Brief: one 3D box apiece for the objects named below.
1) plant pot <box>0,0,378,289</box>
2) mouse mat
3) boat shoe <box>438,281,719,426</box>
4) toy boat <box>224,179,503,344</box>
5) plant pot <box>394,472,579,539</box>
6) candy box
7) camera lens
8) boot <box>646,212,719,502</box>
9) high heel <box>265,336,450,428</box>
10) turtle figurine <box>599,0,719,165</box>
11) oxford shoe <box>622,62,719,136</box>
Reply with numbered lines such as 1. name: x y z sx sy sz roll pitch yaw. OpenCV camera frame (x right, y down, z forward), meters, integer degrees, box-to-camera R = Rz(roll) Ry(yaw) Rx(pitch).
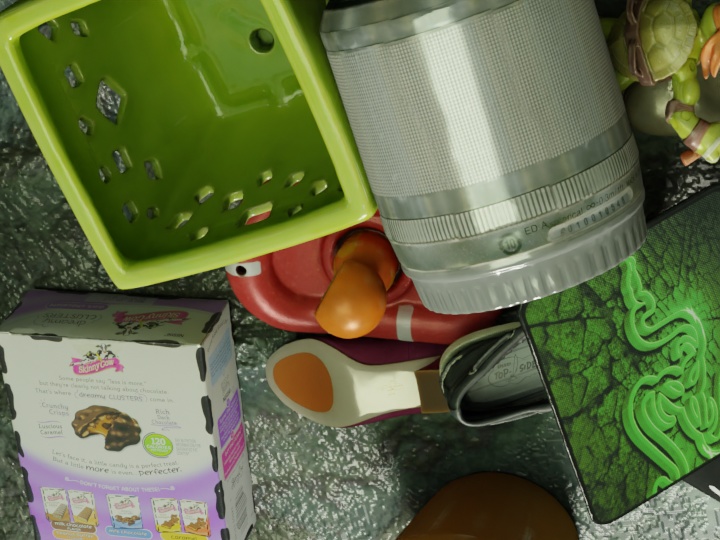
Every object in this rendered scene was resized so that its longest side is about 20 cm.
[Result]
1. plant pot: -0.088 -0.131 1.231 0.197 0.182 0.201 -15 112 23
2. mouse mat: 0.191 0.057 1.220 0.160 0.008 0.201 -30 125 -10
3. boat shoe: 0.142 0.052 1.241 0.197 0.066 0.075 -16 111 13
4. toy boat: 0.000 0.000 1.303 0.198 0.131 0.132 4 118 15
5. plant pot: 0.084 0.247 1.379 0.198 0.184 0.202 8 120 13
6. candy box: -0.176 0.120 1.458 0.166 0.072 0.202 4 119 16
7. camera lens: 0.074 -0.095 1.127 0.159 0.160 0.202 -13 104 23
8. boot: 0.241 0.071 1.305 0.199 0.066 0.166 30 123 0
9. high heel: 0.026 0.070 1.392 0.199 0.096 0.068 -6 98 41
10. turtle figurine: 0.177 -0.128 1.181 0.160 0.064 0.202 -14 79 38
11. oxford shoe: 0.252 -0.123 1.192 0.198 0.074 0.071 -17 112 25
